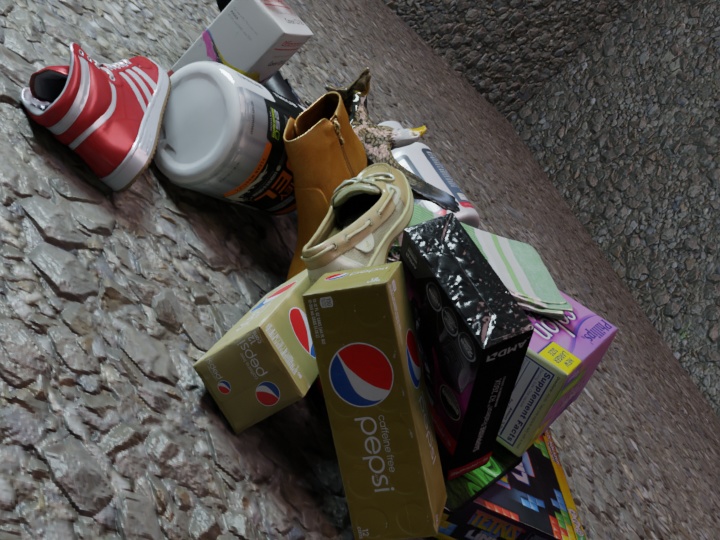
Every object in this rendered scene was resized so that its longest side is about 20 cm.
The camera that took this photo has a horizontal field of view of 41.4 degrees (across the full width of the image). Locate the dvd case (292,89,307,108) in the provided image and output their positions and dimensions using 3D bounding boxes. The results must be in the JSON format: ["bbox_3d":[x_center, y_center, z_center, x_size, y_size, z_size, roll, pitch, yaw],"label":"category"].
[{"bbox_3d":[-0.102,-0.211,1.337,0.143,0.018,0.200,51,19,8],"label":"dvd case"}]

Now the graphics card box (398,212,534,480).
[{"bbox_3d":[0.072,0.067,0.779,0.126,0.050,0.201,59,-24,33],"label":"graphics card box"}]

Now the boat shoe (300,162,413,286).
[{"bbox_3d":[-0.004,-0.048,0.854,0.064,0.072,0.202,61,33,-27],"label":"boat shoe"}]

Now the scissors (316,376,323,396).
[{"bbox_3d":[0.041,0.120,0.882,0.198,0.014,0.073,5,31,-43],"label":"scissors"}]

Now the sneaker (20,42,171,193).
[{"bbox_3d":[-0.234,-0.164,0.849,0.112,0.071,0.201,42,21,-31],"label":"sneaker"}]

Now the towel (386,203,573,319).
[{"bbox_3d":[0.104,-0.020,0.945,0.197,0.024,0.153,18,24,-17],"label":"towel"}]

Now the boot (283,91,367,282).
[{"bbox_3d":[-0.048,-0.065,0.924,0.203,0.070,0.145,-66,145,-37],"label":"boot"}]

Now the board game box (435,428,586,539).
[{"bbox_3d":[0.123,0.192,0.934,0.164,0.057,0.201,27,24,-17],"label":"board game box"}]

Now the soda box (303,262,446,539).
[{"bbox_3d":[0.015,0.102,0.737,0.064,0.067,0.203,-50,130,-71],"label":"soda box"}]

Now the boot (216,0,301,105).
[{"bbox_3d":[-0.111,-0.252,1.156,0.170,0.075,0.201,61,-22,21],"label":"boot"}]

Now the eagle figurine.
[{"bbox_3d":[0.019,-0.126,1.112,0.151,0.149,0.203,2,67,-69],"label":"eagle figurine"}]

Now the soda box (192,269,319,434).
[{"bbox_3d":[-0.065,0.057,0.794,0.065,0.067,0.200,58,17,-6],"label":"soda box"}]

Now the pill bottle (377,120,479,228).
[{"bbox_3d":[0.075,-0.116,1.400,0.201,0.119,0.119,57,20,23],"label":"pill bottle"}]

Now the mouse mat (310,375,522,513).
[{"bbox_3d":[0.046,0.132,0.883,0.199,0.008,0.160,40,27,21],"label":"mouse mat"}]

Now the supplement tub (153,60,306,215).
[{"bbox_3d":[-0.112,-0.127,0.977,0.123,0.122,0.199,56,20,23],"label":"supplement tub"}]

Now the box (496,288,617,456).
[{"bbox_3d":[0.130,0.062,0.952,0.199,0.098,0.175,36,25,20],"label":"box"}]

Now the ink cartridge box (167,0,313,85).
[{"bbox_3d":[-0.126,-0.243,1.049,0.068,0.200,0.117,47,18,-2],"label":"ink cartridge box"}]
